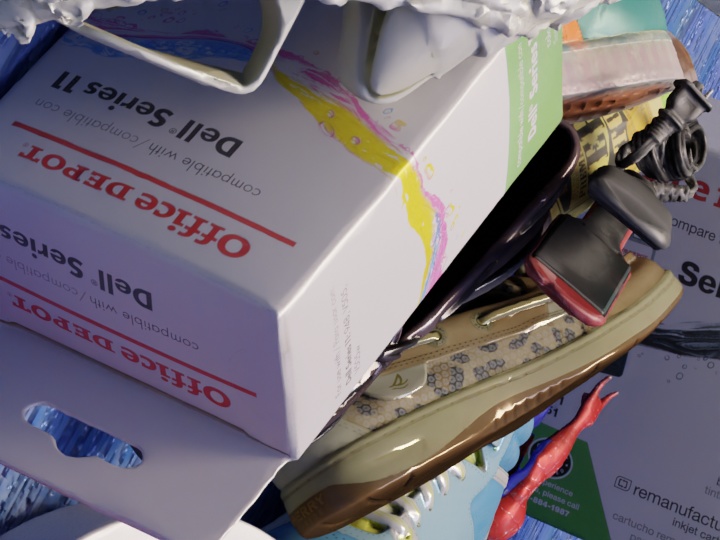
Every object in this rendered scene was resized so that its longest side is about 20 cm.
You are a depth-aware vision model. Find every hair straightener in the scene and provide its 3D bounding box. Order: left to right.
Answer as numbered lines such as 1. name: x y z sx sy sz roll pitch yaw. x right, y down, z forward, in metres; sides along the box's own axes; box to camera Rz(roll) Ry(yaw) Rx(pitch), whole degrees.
1. hair straightener: 0.110 -0.032 0.961 0.077 0.041 0.200 -51 173 16

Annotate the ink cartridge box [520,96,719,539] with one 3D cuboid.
1. ink cartridge box: 0.155 0.031 1.213 0.083 0.147 0.200 -19 126 -60

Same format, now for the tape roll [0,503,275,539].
1. tape roll: -0.076 0.174 0.854 0.203 0.037 0.203 -2 93 -45

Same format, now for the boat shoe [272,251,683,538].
1. boat shoe: 0.042 0.030 0.974 0.200 0.063 0.073 -26 169 -41

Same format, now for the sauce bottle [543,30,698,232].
1. sauce bottle: 0.059 -0.040 1.031 0.200 0.065 0.065 -36 142 -44

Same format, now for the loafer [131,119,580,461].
1. loafer: 0.000 0.000 0.895 0.200 0.072 0.063 -35 174 -38

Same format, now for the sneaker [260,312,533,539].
1. sneaker: 0.011 0.075 1.021 0.131 0.080 0.200 -69 167 8

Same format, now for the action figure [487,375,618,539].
1. action figure: 0.069 0.050 1.142 0.200 0.065 0.052 -66 151 -7

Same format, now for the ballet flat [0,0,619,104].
1. ballet flat: -0.016 -0.079 0.717 0.200 0.072 0.072 5 112 -22

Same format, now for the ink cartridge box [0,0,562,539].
1. ink cartridge box: -0.038 -0.025 0.762 0.200 0.117 0.067 -52 154 -34

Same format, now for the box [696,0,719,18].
1. box: 0.161 -0.178 0.789 0.200 0.131 0.199 29 65 -42

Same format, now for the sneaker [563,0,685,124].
1. sneaker: 0.036 -0.092 0.947 0.200 0.071 0.080 -7 77 -49
